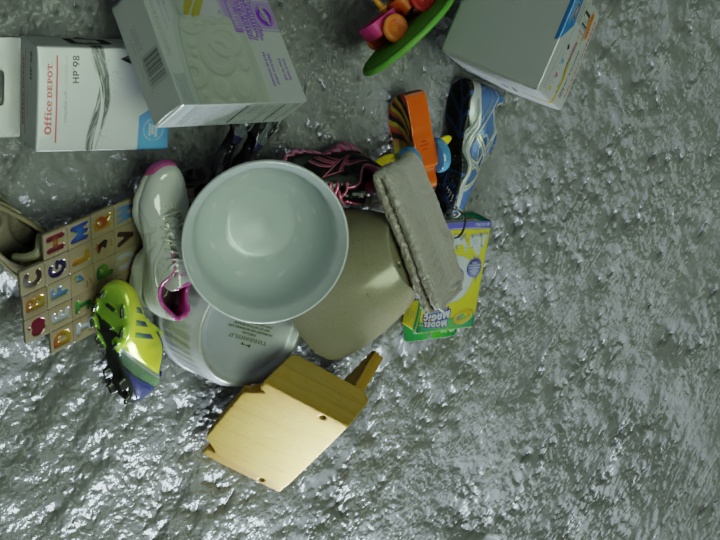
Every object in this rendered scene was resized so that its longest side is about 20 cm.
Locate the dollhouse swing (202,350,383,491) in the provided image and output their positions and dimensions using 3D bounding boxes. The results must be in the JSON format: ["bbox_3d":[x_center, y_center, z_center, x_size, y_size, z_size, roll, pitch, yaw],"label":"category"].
[{"bbox_3d":[-0.090,0.173,1.438,0.180,0.178,0.200,29,134,-14],"label":"dollhouse swing"}]

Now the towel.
[{"bbox_3d":[0.080,-0.051,1.347,0.203,0.034,0.132,68,25,-8],"label":"towel"}]

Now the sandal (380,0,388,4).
[{"bbox_3d":[0.079,-0.434,1.356,0.201,0.050,0.083,-37,117,-1],"label":"sandal"}]

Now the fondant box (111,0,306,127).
[{"bbox_3d":[-0.166,-0.242,1.167,0.198,0.058,0.147,-13,78,-51],"label":"fondant box"}]

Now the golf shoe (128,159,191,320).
[{"bbox_3d":[-0.227,-0.032,1.239,0.074,0.091,0.203,-19,131,-38],"label":"golf shoe"}]

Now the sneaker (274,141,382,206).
[{"bbox_3d":[-0.039,-0.113,1.345,0.199,0.095,0.080,-26,136,-45],"label":"sneaker"}]

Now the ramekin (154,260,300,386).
[{"bbox_3d":[-0.162,0.057,1.358,0.199,0.094,0.207,-15,118,-31],"label":"ramekin"}]

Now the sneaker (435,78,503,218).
[{"bbox_3d":[0.161,-0.173,1.507,0.076,0.076,0.204,1,110,-31],"label":"sneaker"}]

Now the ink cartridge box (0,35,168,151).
[{"bbox_3d":[-0.314,-0.196,1.153,0.197,0.066,0.118,-7,113,-34],"label":"ink cartridge box"}]

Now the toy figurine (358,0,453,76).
[{"bbox_3d":[0.021,-0.378,1.276,0.200,0.150,0.185,-47,108,-16],"label":"toy figurine"}]

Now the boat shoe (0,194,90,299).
[{"bbox_3d":[-0.379,-0.022,1.182,0.072,0.065,0.200,-48,130,-8],"label":"boat shoe"}]

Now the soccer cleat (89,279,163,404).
[{"bbox_3d":[-0.283,0.079,1.282,0.083,0.064,0.203,-39,148,-37],"label":"soccer cleat"}]

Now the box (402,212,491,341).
[{"bbox_3d":[0.130,0.016,1.587,0.115,0.048,0.204,-5,114,-34],"label":"box"}]

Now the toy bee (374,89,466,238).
[{"bbox_3d":[0.070,-0.144,1.452,0.129,0.108,0.205,5,82,-29],"label":"toy bee"}]

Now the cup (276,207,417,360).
[{"bbox_3d":[0.000,0.000,1.356,0.141,0.203,0.200,-19,135,26],"label":"cup"}]

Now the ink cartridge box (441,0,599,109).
[{"bbox_3d":[0.221,-0.321,1.393,0.150,0.143,0.199,-67,163,9],"label":"ink cartridge box"}]

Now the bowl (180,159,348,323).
[{"bbox_3d":[-0.116,-0.046,1.245,0.196,0.091,0.205,-3,111,-8],"label":"bowl"}]

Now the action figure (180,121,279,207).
[{"bbox_3d":[-0.167,-0.124,1.295,0.129,0.069,0.203,17,102,-45],"label":"action figure"}]

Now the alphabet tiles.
[{"bbox_3d":[-0.319,0.006,1.228,0.199,0.006,0.169,-31,140,-43],"label":"alphabet tiles"}]
